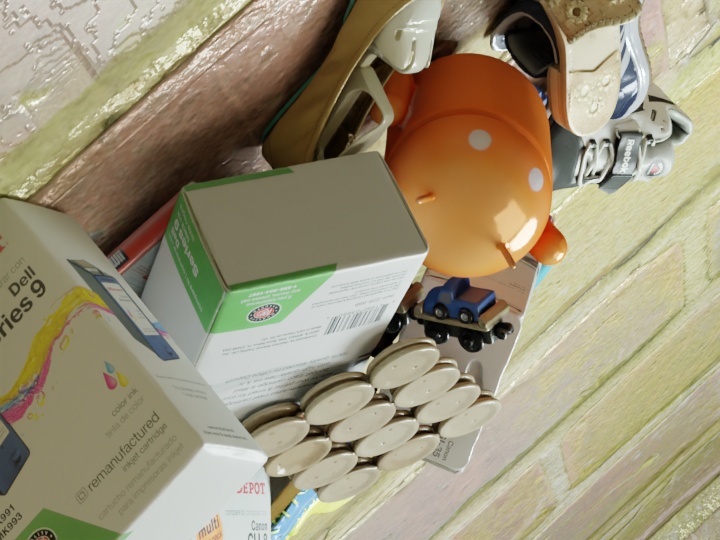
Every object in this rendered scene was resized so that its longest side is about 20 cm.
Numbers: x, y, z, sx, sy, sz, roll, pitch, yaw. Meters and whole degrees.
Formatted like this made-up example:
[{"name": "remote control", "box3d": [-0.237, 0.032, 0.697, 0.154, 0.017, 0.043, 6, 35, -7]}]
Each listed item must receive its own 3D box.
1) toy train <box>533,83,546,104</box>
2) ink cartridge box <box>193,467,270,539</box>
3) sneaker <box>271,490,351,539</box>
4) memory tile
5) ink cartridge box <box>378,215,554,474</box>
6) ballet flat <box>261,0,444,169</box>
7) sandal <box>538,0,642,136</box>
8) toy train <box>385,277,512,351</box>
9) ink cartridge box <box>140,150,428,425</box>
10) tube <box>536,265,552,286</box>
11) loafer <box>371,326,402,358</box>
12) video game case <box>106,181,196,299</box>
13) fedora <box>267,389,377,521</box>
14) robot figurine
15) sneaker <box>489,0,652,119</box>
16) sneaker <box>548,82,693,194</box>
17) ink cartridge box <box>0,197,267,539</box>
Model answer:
[{"name": "toy train", "box3d": [0.124, -0.097, 1.678, 0.046, 0.034, 0.200, -42, 161, -13]}, {"name": "ink cartridge box", "box3d": [-0.151, 0.231, 1.522, 0.143, 0.202, 0.145, -5, 172, 20]}, {"name": "sneaker", "box3d": [-0.069, 0.182, 1.840, 0.200, 0.075, 0.106, -38, 149, -35]}, {"name": "memory tile", "box3d": [0.007, 0.104, 1.473, 0.152, 0.017, 0.200, -30, 156, 9]}, {"name": "ink cartridge box", "box3d": [0.079, 0.040, 1.642, 0.200, 0.082, 0.148, -61, 172, -66]}, {"name": "ballet flat", "box3d": [0.010, -0.129, 1.355, 0.068, 0.063, 0.201, -11, 142, -52]}, {"name": "sandal", "box3d": [0.161, -0.173, 1.429, 0.077, 0.069, 0.213, -32, 134, -24]}, {"name": "toy train", "box3d": [0.016, 0.015, 1.475, 0.034, 0.199, 0.046, -36, 129, -48]}, {"name": "ink cartridge box", "box3d": [-0.062, 0.026, 1.379, 0.145, 0.084, 0.201, -12, 150, -29]}, {"name": "tube", "box3d": [0.105, 0.038, 1.908, 0.077, 0.051, 0.200, -47, 167, 33]}, {"name": "loafer", "box3d": [0.000, 0.000, 1.607, 0.071, 0.073, 0.200, -58, 166, -14]}, {"name": "video game case", "box3d": [-0.156, 0.028, 1.403, 0.200, 0.017, 0.143, -42, 162, 4]}, {"name": "fedora", "box3d": [-0.068, 0.126, 1.658, 0.201, 0.082, 0.201, -50, -178, 3]}, {"name": "robot figurine", "box3d": [0.073, -0.070, 1.439, 0.115, 0.200, 0.145, -7, 118, 8]}, {"name": "sneaker", "box3d": [0.153, -0.154, 1.562, 0.108, 0.070, 0.201, -42, 154, -17]}, {"name": "sneaker", "box3d": [0.200, -0.101, 1.689, 0.200, 0.088, 0.075, -35, 151, -47]}, {"name": "ink cartridge box", "box3d": [-0.175, 0.081, 1.229, 0.145, 0.200, 0.087, -46, 157, 11]}]
